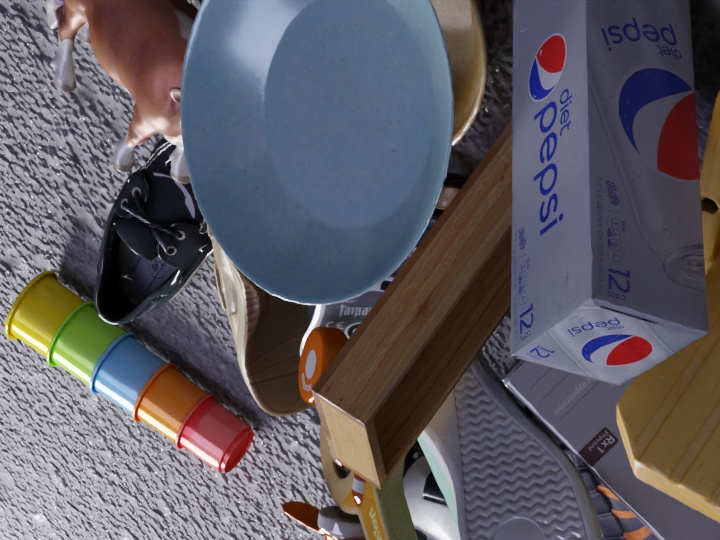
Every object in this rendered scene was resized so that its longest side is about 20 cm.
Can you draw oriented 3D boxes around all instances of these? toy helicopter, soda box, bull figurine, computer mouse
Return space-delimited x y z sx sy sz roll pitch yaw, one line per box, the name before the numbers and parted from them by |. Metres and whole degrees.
toy helicopter | 0.005 0.136 1.060 0.078 0.201 0.133 9 124 -21
soda box | 0.112 -0.054 0.829 0.063 0.201 0.068 16 148 -23
bull figurine | -0.124 -0.121 1.074 0.201 0.065 0.122 59 140 20
computer mouse | 0.000 0.000 1.084 0.109 0.044 0.201 1 142 -9

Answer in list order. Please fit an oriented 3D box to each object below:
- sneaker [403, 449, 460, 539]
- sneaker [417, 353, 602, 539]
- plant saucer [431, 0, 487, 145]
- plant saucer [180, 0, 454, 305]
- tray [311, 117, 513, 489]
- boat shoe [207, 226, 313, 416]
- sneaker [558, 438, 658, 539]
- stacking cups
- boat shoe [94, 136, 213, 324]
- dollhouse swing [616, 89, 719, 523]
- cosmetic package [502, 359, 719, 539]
sneaker | 0.073 0.143 1.108 0.200 0.074 0.089 41 106 40
sneaker | 0.090 0.125 0.974 0.118 0.073 0.201 49 -169 -53
plant saucer | -0.004 -0.153 0.973 0.199 0.035 0.201 29 142 26
plant saucer | -0.016 -0.084 0.942 0.200 0.039 0.203 6 99 43
tray | 0.050 0.008 0.917 0.037 0.200 0.099 30 162 18
boat shoe | -0.057 0.006 1.153 0.065 0.071 0.201 -123 20 -49
sneaker | 0.186 0.128 1.025 0.111 0.078 0.201 -8 113 31
stacking cups | -0.165 0.074 1.321 0.199 0.061 0.061 31 139 13
boat shoe | -0.135 -0.027 1.187 0.075 0.066 0.199 46 142 3
dollhouse swing | 0.226 0.008 0.790 0.199 0.176 0.183 28 138 24
cosmetic package | 0.180 0.090 0.944 0.200 0.107 0.090 43 -175 6
